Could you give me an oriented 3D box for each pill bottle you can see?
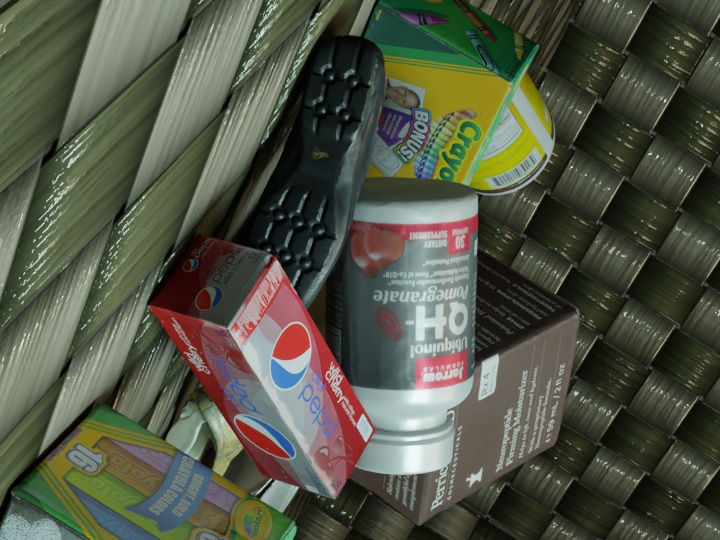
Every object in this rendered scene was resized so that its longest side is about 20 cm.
[{"bbox_3d":[0.029,0.039,1.293,0.111,0.109,0.202,-42,134,-73],"label":"pill bottle"},{"bbox_3d":[0.095,-0.149,1.550,0.110,0.109,0.200,-58,152,-7],"label":"pill bottle"}]

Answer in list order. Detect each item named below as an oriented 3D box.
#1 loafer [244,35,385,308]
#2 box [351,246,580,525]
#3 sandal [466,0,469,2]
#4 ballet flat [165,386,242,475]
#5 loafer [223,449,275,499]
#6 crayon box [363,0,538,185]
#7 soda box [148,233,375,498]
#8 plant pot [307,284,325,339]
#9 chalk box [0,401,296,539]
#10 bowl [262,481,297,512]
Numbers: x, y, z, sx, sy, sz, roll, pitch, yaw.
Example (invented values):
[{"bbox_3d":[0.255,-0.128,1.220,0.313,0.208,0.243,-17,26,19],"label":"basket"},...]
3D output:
[{"bbox_3d":[-0.027,-0.061,1.219,0.070,0.067,0.202,-11,120,-77],"label":"loafer"},{"bbox_3d":[0.076,0.100,1.698,0.199,0.164,0.167,-25,134,-37],"label":"box"},{"bbox_3d":[0.074,-0.187,1.650,0.082,0.054,0.200,-56,174,-30],"label":"sandal"},{"bbox_3d":[-0.143,0.158,1.483,0.071,0.070,0.201,-53,177,-47],"label":"ballet flat"},{"bbox_3d":[-0.074,0.130,1.548,0.201,0.073,0.071,-57,-157,-4],"label":"loafer"},{"bbox_3d":[0.046,-0.122,1.392,0.058,0.118,0.201,-54,172,-42],"label":"crayon box"},{"bbox_3d":[-0.062,0.067,1.194,0.064,0.070,0.201,-57,142,-26],"label":"soda box"},{"bbox_3d":[-0.052,0.051,1.358,0.200,0.092,0.203,-17,111,-55],"label":"plant pot"},{"bbox_3d":[-0.125,0.202,1.117,0.125,0.199,0.124,-62,174,29],"label":"chalk box"},{"bbox_3d":[-0.101,0.167,1.665,0.201,0.107,0.200,-59,175,-8],"label":"bowl"}]
